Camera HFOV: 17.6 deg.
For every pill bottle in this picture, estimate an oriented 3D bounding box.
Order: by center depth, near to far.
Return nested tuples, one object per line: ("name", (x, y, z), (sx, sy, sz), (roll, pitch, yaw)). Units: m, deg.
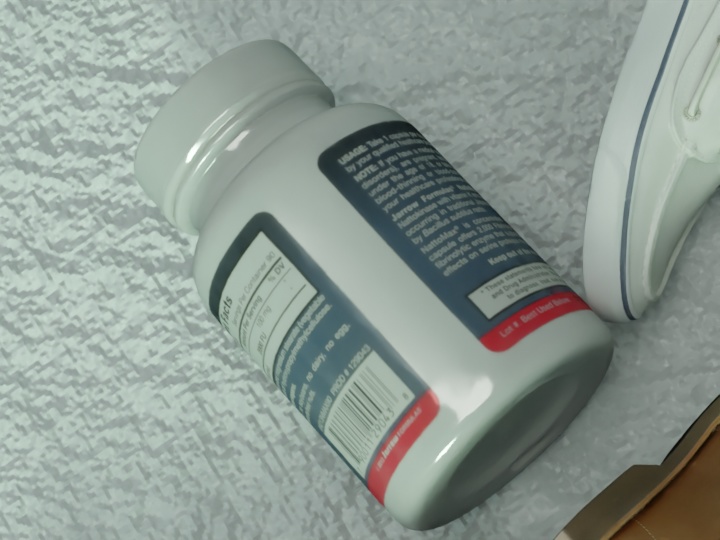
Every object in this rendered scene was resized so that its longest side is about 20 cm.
("pill bottle", (0.000, 0.000, 0.986), (0.120, 0.120, 0.200), (-44, 71, 3))

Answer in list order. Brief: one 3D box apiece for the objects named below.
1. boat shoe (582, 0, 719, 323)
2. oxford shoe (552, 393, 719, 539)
("boat shoe", (0.146, -0.070, 0.983), (0.065, 0.074, 0.201), (14, 84, 22))
("oxford shoe", (0.149, 0.090, 0.920), (0.071, 0.071, 0.200), (42, 57, 16))
